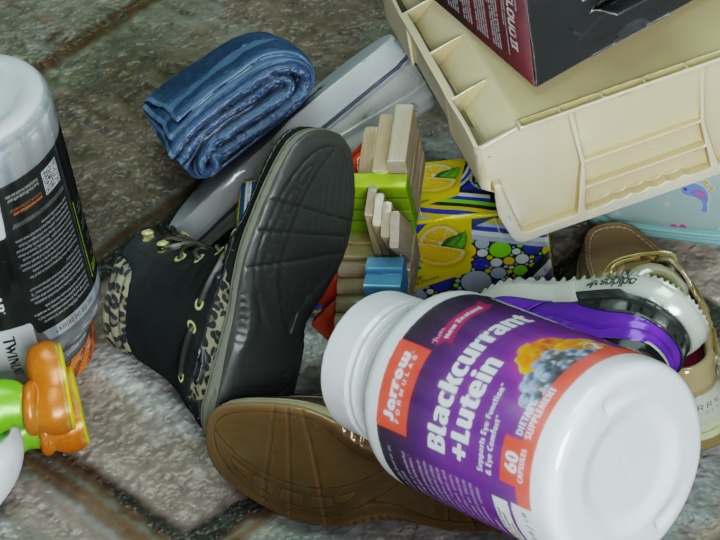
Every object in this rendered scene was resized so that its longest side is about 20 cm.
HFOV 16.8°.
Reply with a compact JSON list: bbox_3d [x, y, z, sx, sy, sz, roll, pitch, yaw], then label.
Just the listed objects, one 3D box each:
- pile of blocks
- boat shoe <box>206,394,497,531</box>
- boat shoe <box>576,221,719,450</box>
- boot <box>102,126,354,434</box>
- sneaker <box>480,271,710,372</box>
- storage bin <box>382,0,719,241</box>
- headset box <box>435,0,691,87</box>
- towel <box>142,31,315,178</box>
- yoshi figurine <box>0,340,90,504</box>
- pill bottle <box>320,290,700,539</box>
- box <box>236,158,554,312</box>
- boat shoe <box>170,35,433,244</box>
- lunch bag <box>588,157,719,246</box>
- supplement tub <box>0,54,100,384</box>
[{"bbox_3d":[0.000,0.000,1.476,0.062,0.082,0.202,0,78,11],"label":"pile of blocks"},{"bbox_3d":[0.010,0.104,1.417,0.199,0.073,0.072,4,19,19],"label":"boat shoe"},{"bbox_3d":[0.178,0.024,1.473,0.073,0.067,0.200,-14,38,-7],"label":"boat shoe"},{"bbox_3d":[-0.087,-0.009,1.489,0.073,0.205,0.154,5,18,-39],"label":"boot"},{"bbox_3d":[0.102,0.059,1.396,0.200,0.070,0.100,-14,34,54],"label":"sneaker"},{"bbox_3d":[0.136,-0.138,1.539,0.197,0.094,0.201,-19,46,-7],"label":"storage bin"},{"bbox_3d":[0.117,-0.209,1.492,0.148,0.078,0.200,-29,46,-17],"label":"headset box"},{"bbox_3d":[-0.089,-0.118,1.647,0.111,0.049,0.200,-38,12,-1],"label":"towel"},{"bbox_3d":[-0.271,0.085,1.476,0.199,0.113,0.112,-15,23,-3],"label":"yoshi figurine"},{"bbox_3d":[0.072,0.074,1.281,0.111,0.112,0.199,-34,33,-28],"label":"pill bottle"},{"bbox_3d":[0.023,-0.023,1.566,0.198,0.070,0.065,-6,38,5],"label":"box"},{"bbox_3d":[-0.037,-0.073,1.641,0.200,0.066,0.072,-41,11,-13],"label":"boat shoe"},{"bbox_3d":[0.228,-0.101,1.616,0.159,0.077,0.200,4,40,19],"label":"lunch bag"},{"bbox_3d":[-0.231,-0.023,1.519,0.122,0.201,0.123,-7,37,5],"label":"supplement tub"}]
